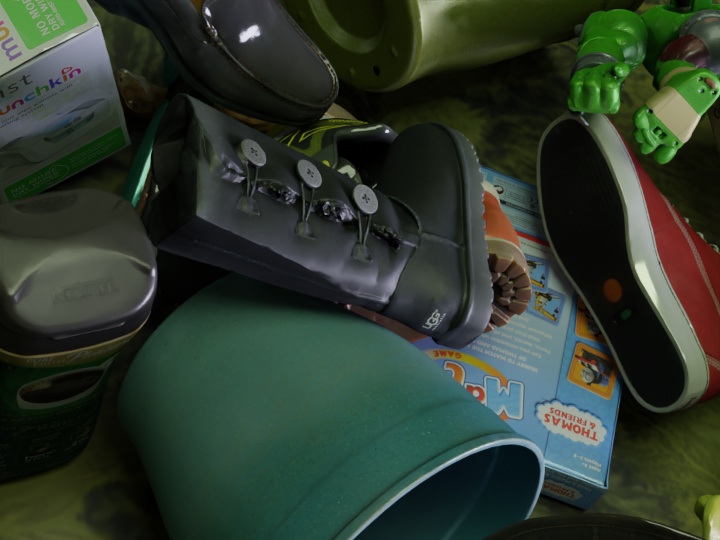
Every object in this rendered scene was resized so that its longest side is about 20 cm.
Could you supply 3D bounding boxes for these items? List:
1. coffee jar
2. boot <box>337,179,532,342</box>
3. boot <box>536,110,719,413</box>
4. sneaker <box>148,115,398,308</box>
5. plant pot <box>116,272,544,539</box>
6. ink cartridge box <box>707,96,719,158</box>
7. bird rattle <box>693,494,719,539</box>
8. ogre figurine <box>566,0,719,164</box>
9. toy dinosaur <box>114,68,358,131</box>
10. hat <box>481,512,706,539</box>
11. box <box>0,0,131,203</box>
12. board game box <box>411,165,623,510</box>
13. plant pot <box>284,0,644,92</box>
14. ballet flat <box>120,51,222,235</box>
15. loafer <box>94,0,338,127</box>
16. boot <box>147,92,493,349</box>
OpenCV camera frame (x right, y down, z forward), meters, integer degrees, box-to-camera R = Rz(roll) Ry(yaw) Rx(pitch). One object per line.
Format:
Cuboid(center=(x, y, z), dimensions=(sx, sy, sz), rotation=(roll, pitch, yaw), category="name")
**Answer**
Cuboid(center=(-0.179, 0.036, 1.435), dimensions=(0.104, 0.200, 0.086), rotation=(-12, 65, -27), category="coffee jar")
Cuboid(center=(0.000, 0.000, 1.591), dimensions=(0.199, 0.075, 0.108), rotation=(-12, 41, 3), category="boot")
Cuboid(center=(0.199, -0.017, 1.662), dimensions=(0.144, 0.072, 0.201), rotation=(-16, 79, -44), category="boot")
Cuboid(center=(-0.048, -0.044, 1.547), dimensions=(0.200, 0.084, 0.075), rotation=(-44, 117, -44), category="sneaker")
Cuboid(center=(-0.033, 0.105, 1.466), dimensions=(0.199, 0.201, 0.188), rotation=(-27, 60, -32), category="plant pot")
Cuboid(center=(0.319, -0.047, 1.711), dimensions=(0.164, 0.075, 0.201), rotation=(21, 42, -32), category="ink cartridge box")
Cuboid(center=(0.271, 0.213, 1.540), dimensions=(0.199, 0.163, 0.113), rotation=(24, 72, 5), category="bird rattle")
Cuboid(center=(0.218, -0.131, 1.637), dimensions=(0.199, 0.099, 0.120), rotation=(-20, 31, -1), category="ogre figurine")
Cuboid(center=(-0.059, -0.112, 1.672), dimensions=(0.199, 0.060, 0.107), rotation=(9, 79, -8), category="toy dinosaur")
Cuboid(center=(0.140, 0.199, 1.495), dimensions=(0.200, 0.201, 0.081), rotation=(27, 27, -4), category="hat")
Cuboid(center=(-0.230, -0.164, 1.542), dimensions=(0.096, 0.177, 0.201), rotation=(-28, 71, -9), category="box")
Cuboid(center=(0.095, 0.035, 1.644), dimensions=(0.150, 0.037, 0.201), rotation=(20, 54, -9), category="board game box")
Cuboid(center=(0.055, -0.209, 1.675), dimensions=(0.192, 0.201, 0.201), rotation=(-32, 75, -33), category="plant pot")
Cuboid(center=(-0.097, -0.104, 1.603), dimensions=(0.068, 0.068, 0.201), rotation=(17, 82, -18), category="ballet flat")
Cuboid(center=(-0.084, -0.155, 1.525), dimensions=(0.200, 0.072, 0.073), rotation=(34, 52, -25), category="loafer")
Cuboid(center=(-0.027, -0.049, 1.463), dimensions=(0.199, 0.066, 0.165), rotation=(18, 37, -26), category="boot")
